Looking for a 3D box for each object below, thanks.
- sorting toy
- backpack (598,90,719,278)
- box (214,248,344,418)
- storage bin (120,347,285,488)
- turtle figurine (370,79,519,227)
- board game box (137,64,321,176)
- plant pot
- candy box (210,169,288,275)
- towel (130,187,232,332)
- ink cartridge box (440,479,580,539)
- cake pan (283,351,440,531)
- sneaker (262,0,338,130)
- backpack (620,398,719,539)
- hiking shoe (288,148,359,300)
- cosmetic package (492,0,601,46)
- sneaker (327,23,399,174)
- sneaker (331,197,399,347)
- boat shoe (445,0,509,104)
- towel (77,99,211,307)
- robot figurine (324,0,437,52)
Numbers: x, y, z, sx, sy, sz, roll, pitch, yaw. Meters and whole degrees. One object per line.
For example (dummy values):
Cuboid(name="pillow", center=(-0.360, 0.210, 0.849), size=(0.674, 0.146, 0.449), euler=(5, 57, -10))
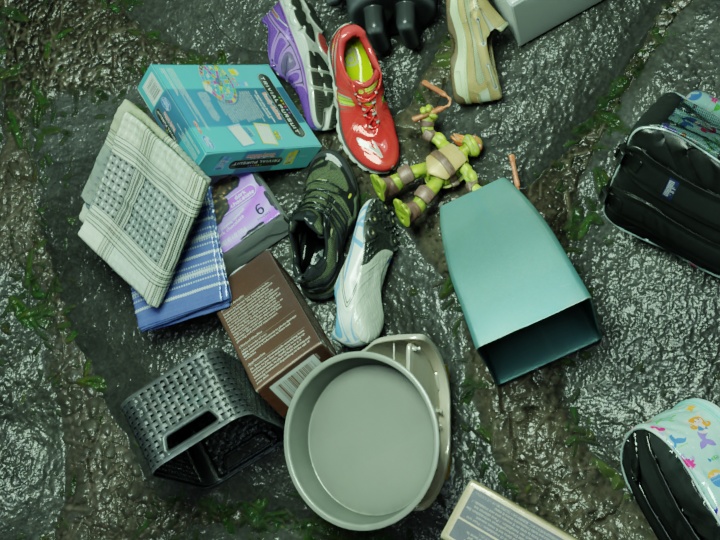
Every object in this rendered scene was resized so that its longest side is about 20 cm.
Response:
Cuboid(name="sorting toy", center=(0.012, 0.181, 1.388), size=(0.179, 0.107, 0.201), euler=(-2, 83, 26))
Cuboid(name="backpack", center=(0.401, -0.094, 1.321), size=(0.200, 0.178, 0.150), euler=(36, 55, 20))
Cuboid(name="box", center=(-0.106, 0.075, 1.415), size=(0.100, 0.075, 0.200), euler=(-36, 45, 3))
Cuboid(name="storage bin", center=(-0.180, 0.180, 1.374), size=(0.135, 0.200, 0.094), euler=(-32, 70, 3))
Cuboid(name="turtle figurine", center=(0.095, -0.137, 1.468), size=(0.161, 0.064, 0.200), euler=(-33, 76, -13))
Cuboid(name="board game box", center=(-0.168, -0.198, 1.488), size=(0.047, 0.199, 0.151), euler=(-49, 64, 37))
Cuboid(name="plant pot", center=(0.179, 0.002, 1.373), size=(0.141, 0.141, 0.201), euler=(-24, 63, 6))
Cuboid(name="candy box", center=(-0.212, -0.095, 1.529), size=(0.167, 0.072, 0.200), euler=(-35, 70, 3))
Cuboid(name="towel", center=(-0.239, -0.032, 1.468), size=(0.144, 0.024, 0.201), euler=(-18, 74, 24))
Cuboid(name="ink cartridge box", center=(0.187, 0.306, 1.249), size=(0.164, 0.200, 0.075), euler=(28, 83, 20))
Cuboid(name="cake pan", center=(0.005, 0.193, 1.310), size=(0.199, 0.037, 0.201), euler=(-3, 83, 27))
Cuboid(name="sneaker", center=(-0.080, -0.274, 1.560), size=(0.083, 0.080, 0.201), euler=(-29, 69, 32))
Cuboid(name="backpack", center=(0.375, 0.239, 1.230), size=(0.150, 0.178, 0.200), euler=(-28, 66, -16))
Cuboid(name="hiking shoe", center=(-0.048, -0.068, 1.466), size=(0.075, 0.101, 0.201), euler=(0, 75, 13))
Cuboid(name="cosmetic package", center=(0.241, -0.439, 1.488), size=(0.199, 0.123, 0.200), euler=(-28, 70, 4))
Cuboid(name="sneaker", center=(0.002, -0.222, 1.486), size=(0.077, 0.085, 0.201), euler=(-18, 90, -10))
Cuboid(name="sneaker", center=(0.000, 0.000, 1.455), size=(0.072, 0.072, 0.201), euler=(-9, 62, 41))
Cuboid(name="boat shoe", center=(0.154, -0.316, 1.474), size=(0.076, 0.072, 0.201), euler=(-1, 109, 18))
Cuboid(name="towel", center=(-0.282, -0.087, 1.443), size=(0.200, 0.034, 0.193), euler=(42, 118, 32))
Cuboid(name="robot figurine", center=(0.040, -0.394, 1.528), size=(0.150, 0.125, 0.201), euler=(6, 72, -27))
